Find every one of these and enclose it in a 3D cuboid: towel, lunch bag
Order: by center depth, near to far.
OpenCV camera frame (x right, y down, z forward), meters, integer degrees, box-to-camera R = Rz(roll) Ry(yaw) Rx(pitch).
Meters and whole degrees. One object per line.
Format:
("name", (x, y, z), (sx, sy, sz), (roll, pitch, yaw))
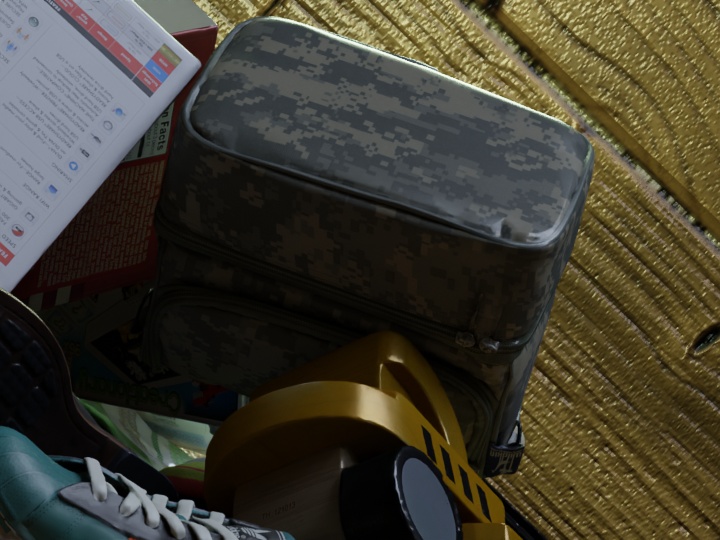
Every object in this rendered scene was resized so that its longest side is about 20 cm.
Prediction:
("lunch bag", (0.000, 0.000, 1.263), (0.200, 0.168, 0.139), (18, 35, 3))
("towel", (-0.100, 0.128, 1.580), (0.200, 0.031, 0.149), (43, -1, -34))

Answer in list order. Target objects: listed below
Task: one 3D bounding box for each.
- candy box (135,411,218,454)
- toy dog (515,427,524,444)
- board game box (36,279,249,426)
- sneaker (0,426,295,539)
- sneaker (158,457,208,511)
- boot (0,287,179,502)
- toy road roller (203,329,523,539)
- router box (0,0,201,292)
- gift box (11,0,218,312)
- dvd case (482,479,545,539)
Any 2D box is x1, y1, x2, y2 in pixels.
("candy box", (-0.099, 0.001, 1.639), (0.071, 0.168, 0.200), (14, -22, 10))
("toy dog", (0.002, 0.052, 1.458), (0.193, 0.140, 0.200), (17, -6, -19))
("board game box", (-0.109, 0.012, 1.442), (0.035, 0.127, 0.200), (0, 5, -41))
("sneaker", (-0.070, 0.117, 1.054), (0.200, 0.080, 0.071), (43, 4, -20))
("sneaker", (-0.039, 0.162, 1.288), (0.200, 0.078, 0.090), (37, 5, 25))
("boot", (-0.160, 0.052, 1.102), (0.097, 0.075, 0.200), (28, -20, 45))
("toy road roller", (0.014, 0.120, 1.177), (0.200, 0.123, 0.146), (48, 29, -35))
("router box", (-0.199, -0.095, 1.195), (0.200, 0.180, 0.049), (43, -35, -8))
("gift box", (-0.205, -0.097, 1.356), (0.200, 0.185, 0.187), (-10, 41, -36))
("dvd case", (0.049, 0.184, 1.309), (0.018, 0.143, 0.200), (7, 29, -50))
